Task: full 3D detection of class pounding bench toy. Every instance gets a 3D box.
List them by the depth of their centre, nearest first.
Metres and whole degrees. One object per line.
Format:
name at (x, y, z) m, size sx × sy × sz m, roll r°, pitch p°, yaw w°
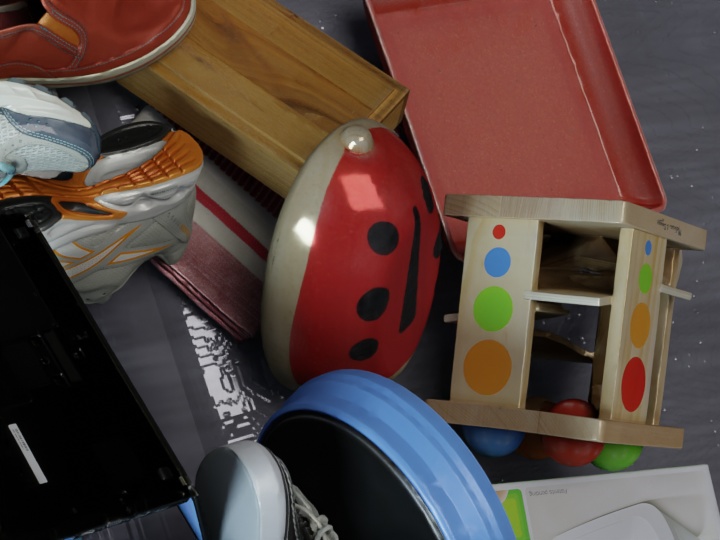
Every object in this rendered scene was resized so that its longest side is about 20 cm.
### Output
pounding bench toy at (0.146, 0.045, 1.156) m, size 0.199 × 0.123 × 0.158 m, roll 12°, pitch 84°, yaw -56°

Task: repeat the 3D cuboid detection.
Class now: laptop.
laptop at (-0.166, 0.072, 0.905) m, size 0.199 × 0.103 × 0.178 m, roll -13°, pitch 61°, yaw -46°

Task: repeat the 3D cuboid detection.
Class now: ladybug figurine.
ladybug figurine at (0.000, 0.000, 1.079) m, size 0.072 × 0.201 × 0.136 m, roll 27°, pitch 51°, yaw 23°

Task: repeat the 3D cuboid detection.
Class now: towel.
towel at (-0.073, -0.068, 1.164) m, size 0.144 × 0.023 × 0.200 m, roll 42°, pitch 57°, yaw -8°

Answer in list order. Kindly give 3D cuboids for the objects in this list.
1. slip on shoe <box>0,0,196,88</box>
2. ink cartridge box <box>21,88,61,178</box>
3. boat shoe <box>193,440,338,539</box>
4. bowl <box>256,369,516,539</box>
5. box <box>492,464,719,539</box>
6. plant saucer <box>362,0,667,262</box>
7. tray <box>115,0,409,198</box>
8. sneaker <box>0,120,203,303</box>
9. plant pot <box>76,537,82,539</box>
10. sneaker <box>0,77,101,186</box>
slip on shoe at (-0.181, -0.148, 1.055) m, size 0.199 × 0.061 × 0.074 m, roll -12°, pitch 56°, yaw -31°
ink cartridge box at (-0.279, -0.104, 1.049) m, size 0.199 × 0.045 × 0.178 m, roll -17°, pitch 83°, yaw -32°
boat shoe at (-0.048, 0.153, 0.997) m, size 0.068 × 0.200 × 0.074 m, roll -19°, pitch 51°, yaw -22°
bowl at (0.010, 0.155, 1.024) m, size 0.039 × 0.200 × 0.202 m, roll -26°, pitch 86°, yaw -34°
box at (0.132, 0.223, 1.132) m, size 0.198 × 0.097 × 0.178 m, roll 0°, pitch 71°, yaw -30°
plant saucer at (0.101, -0.113, 1.260) m, size 0.198 × 0.037 × 0.202 m, roll -14°, pitch 80°, yaw -35°
tray at (-0.079, -0.128, 1.129) m, size 0.199 × 0.037 × 0.099 m, roll 35°, pitch 58°, yaw 11°
sneaker at (-0.177, -0.009, 1.035) m, size 0.199 × 0.093 × 0.076 m, roll -19°, pitch 43°, yaw -23°
plant pot at (-0.227, 0.160, 0.917) m, size 0.199 × 0.161 × 0.203 m, roll 10°, pitch 68°, yaw -26°
sneaker at (-0.237, -0.049, 0.972) m, size 0.198 × 0.078 × 0.087 m, roll -3°, pitch 69°, yaw -10°
